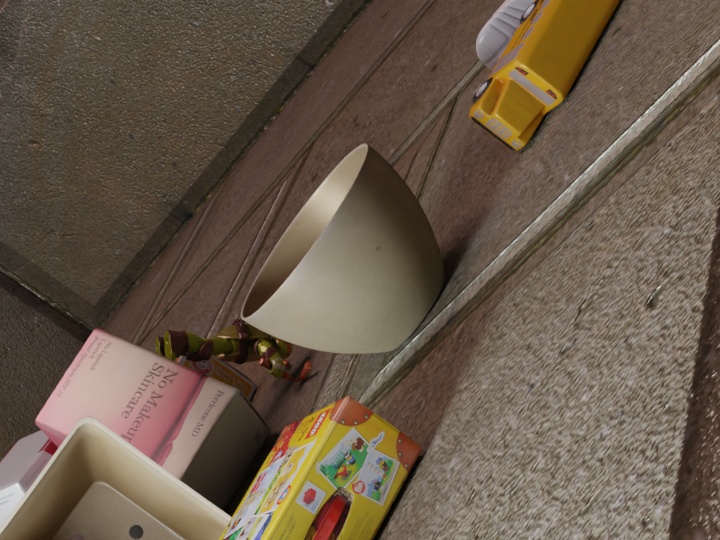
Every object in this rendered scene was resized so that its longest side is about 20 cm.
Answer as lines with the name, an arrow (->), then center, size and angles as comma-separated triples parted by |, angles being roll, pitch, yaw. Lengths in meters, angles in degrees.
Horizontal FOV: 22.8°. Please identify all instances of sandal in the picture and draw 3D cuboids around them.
sandal -> 0.206, -0.280, 1.835 | 0.207, 0.079, 0.059 | -45, 10, 7

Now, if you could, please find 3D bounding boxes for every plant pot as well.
plant pot -> 0.000, 0.000, 1.678 | 0.200, 0.134, 0.200 | -52, 11, 15
plant pot -> -0.242, 0.283, 1.731 | 0.200, 0.200, 0.177 | -54, 0, -11

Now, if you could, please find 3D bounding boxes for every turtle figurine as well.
turtle figurine -> -0.139, 0.086, 1.979 | 0.200, 0.161, 0.065 | -164, 75, -70

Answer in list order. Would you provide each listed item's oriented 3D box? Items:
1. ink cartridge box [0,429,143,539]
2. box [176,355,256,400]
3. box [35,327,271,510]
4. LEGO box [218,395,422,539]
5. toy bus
ink cartridge box -> -0.325, 0.289, 1.973 | 0.083, 0.200, 0.145 | -25, 17, 24
box -> -0.219, 0.198, 2.112 | 0.112, 0.101, 0.200 | -44, 15, 42
box -> -0.220, 0.165, 1.898 | 0.128, 0.200, 0.109 | -59, -30, -19
LEGO box -> -0.053, 0.212, 1.402 | 0.200, 0.077, 0.149 | -59, 11, -25
toy bus -> 0.183, -0.214, 1.738 | 0.200, 0.065, 0.078 | -59, 13, -25
